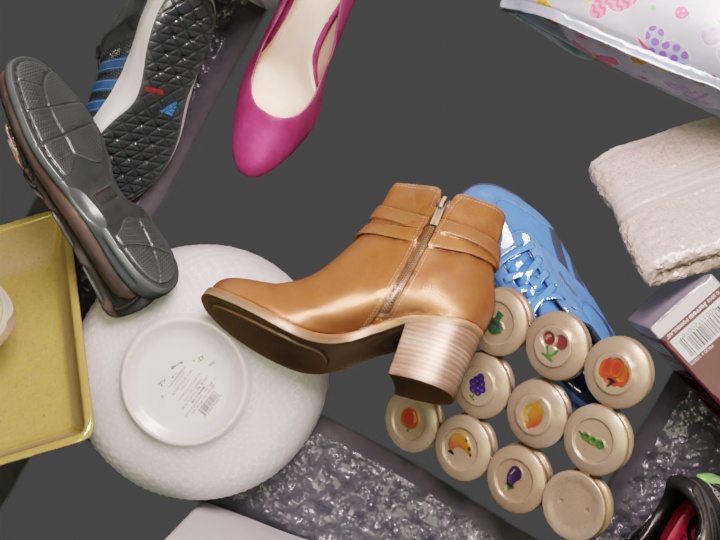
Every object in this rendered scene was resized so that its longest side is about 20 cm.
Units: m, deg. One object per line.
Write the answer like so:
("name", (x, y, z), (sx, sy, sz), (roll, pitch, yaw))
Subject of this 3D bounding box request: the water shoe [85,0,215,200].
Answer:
("water shoe", (-0.171, -0.139, 0.981), (0.071, 0.079, 0.200), (15, 115, -39))

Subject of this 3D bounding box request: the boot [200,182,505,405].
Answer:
("boot", (0.000, 0.000, 0.924), (0.200, 0.074, 0.155), (17, 66, 4))

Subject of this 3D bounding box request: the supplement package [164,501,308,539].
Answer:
("supplement package", (-0.071, 0.283, 0.912), (0.191, 0.200, 0.147), (21, 93, 4))

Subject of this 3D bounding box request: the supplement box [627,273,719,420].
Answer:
("supplement box", (0.289, 0.093, 0.930), (0.061, 0.109, 0.200), (-42, 89, 3))

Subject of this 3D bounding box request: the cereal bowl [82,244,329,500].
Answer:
("cereal bowl", (-0.125, 0.078, 0.970), (0.200, 0.083, 0.200), (0, 90, 4))

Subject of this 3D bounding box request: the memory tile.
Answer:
("memory tile", (0.108, 0.093, 0.929), (0.200, 0.017, 0.153), (24, 105, 34))

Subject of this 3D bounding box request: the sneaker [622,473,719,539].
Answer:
("sneaker", (0.212, 0.238, 0.945), (0.084, 0.077, 0.200), (27, 83, -33))

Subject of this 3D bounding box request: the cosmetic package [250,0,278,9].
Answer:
("cosmetic package", (-0.100, -0.321, 0.916), (0.167, 0.166, 0.200), (27, 94, 2))

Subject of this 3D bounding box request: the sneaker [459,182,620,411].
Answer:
("sneaker", (0.138, 0.019, 0.954), (0.066, 0.078, 0.200), (-32, 88, 6))

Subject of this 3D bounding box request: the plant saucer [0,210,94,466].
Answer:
("plant saucer", (-0.295, 0.072, 0.966), (0.200, 0.048, 0.200), (-17, 59, 4))

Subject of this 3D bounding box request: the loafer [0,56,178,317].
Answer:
("loafer", (-0.210, -0.056, 0.922), (0.063, 0.072, 0.200), (-34, 87, 30))

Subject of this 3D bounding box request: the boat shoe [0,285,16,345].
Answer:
("boat shoe", (-0.331, -0.015, 0.956), (0.072, 0.065, 0.200), (-41, 60, -9))

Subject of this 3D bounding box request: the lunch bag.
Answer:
("lunch bag", (0.221, -0.222, 0.916), (0.200, 0.127, 0.170), (26, 94, 12))

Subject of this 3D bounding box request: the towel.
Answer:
("towel", (0.277, -0.064, 0.923), (0.200, 0.133, 0.035), (-18, 132, 3))

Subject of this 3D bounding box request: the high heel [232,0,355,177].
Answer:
("high heel", (-0.047, -0.163, 0.951), (0.067, 0.096, 0.200), (31, 93, 2))
